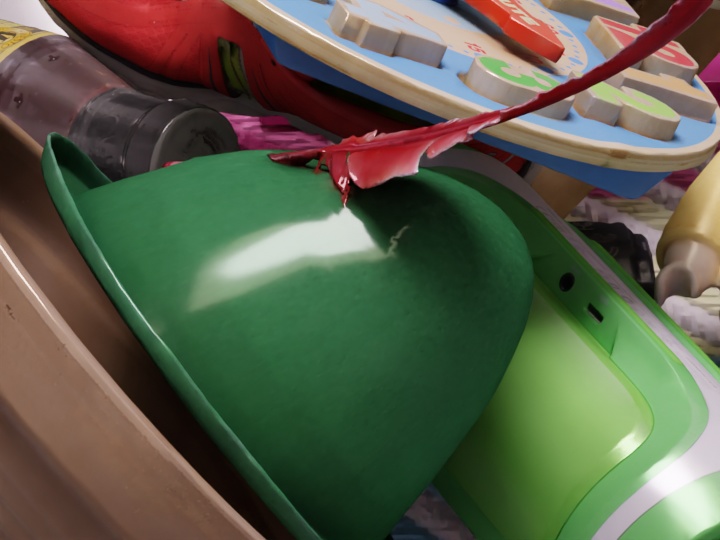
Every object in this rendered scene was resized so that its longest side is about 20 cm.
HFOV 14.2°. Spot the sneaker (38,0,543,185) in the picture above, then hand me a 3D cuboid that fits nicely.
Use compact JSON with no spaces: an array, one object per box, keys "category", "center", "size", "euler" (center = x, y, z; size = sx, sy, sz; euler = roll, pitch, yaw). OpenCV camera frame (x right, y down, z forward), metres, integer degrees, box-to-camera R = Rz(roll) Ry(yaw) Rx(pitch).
[{"category":"sneaker","center":[-0.024,-0.089,0.987],"size":[0.200,0.085,0.077],"euler":[23,79,12]}]

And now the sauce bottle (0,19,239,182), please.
[{"category":"sauce bottle","center":[-0.122,-0.056,1.018],"size":[0.200,0.066,0.066],"euler":[15,33,42]}]

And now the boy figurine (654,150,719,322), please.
[{"category":"boy figurine","center":[0.159,-0.009,0.943],"size":[0.124,0.064,0.200],"euler":[6,54,4]}]

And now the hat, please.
[{"category":"hat","center":[0.030,-0.018,0.809],"size":[0.176,0.166,0.200],"euler":[-39,34,4]}]

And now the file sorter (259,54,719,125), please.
[{"category":"file sorter","center":[0.054,-0.148,1.147],"size":[0.200,0.125,0.139],"euler":[-2,33,-7]}]

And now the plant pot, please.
[{"category":"plant pot","center":[-0.090,0.049,0.819],"size":[0.093,0.201,0.201],"euler":[-39,37,5]}]

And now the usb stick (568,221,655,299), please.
[{"category":"usb stick","center":[0.000,0.000,1.000],"size":[0.200,0.033,0.055],"euler":[1,24,-1]}]

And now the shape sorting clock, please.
[{"category":"shape sorting clock","center":[0.021,-0.086,0.884],"size":[0.200,0.039,0.200],"euler":[26,18,-9]}]

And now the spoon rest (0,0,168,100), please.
[{"category":"spoon rest","center":[-0.113,-0.100,1.141],"size":[0.099,0.061,0.200],"euler":[-7,20,-16]}]

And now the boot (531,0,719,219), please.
[{"category":"boot","center":[0.124,-0.080,1.049],"size":[0.200,0.066,0.175],"euler":[-44,83,-3]}]

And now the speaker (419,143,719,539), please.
[{"category":"speaker","center":[0.057,0.041,0.880],"size":[0.088,0.088,0.200],"euler":[-14,40,-24]}]

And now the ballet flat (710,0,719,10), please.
[{"category":"ballet flat","center":[0.058,-0.135,0.997],"size":[0.200,0.069,0.069],"euler":[12,34,19]}]
